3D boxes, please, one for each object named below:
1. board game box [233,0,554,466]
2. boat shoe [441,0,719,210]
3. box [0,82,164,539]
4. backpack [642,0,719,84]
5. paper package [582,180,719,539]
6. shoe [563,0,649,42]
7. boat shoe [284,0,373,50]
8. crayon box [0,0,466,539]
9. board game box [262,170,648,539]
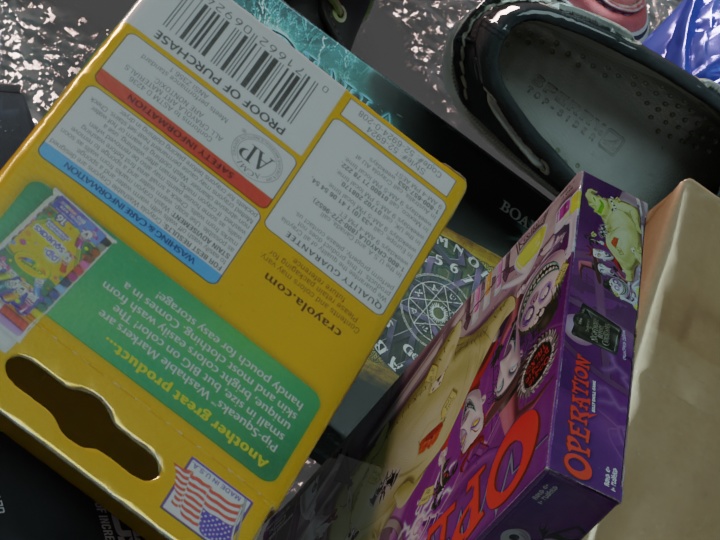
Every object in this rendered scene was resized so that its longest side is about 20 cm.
[{"bbox_3d":[0.000,0.000,0.977,0.200,0.028,0.135,36,57,-12],"label":"board game box"},{"bbox_3d":[0.116,-0.027,0.985,0.200,0.076,0.060,30,-1,-9],"label":"boat shoe"},{"bbox_3d":[-0.157,0.028,0.852,0.160,0.044,0.200,4,53,-36],"label":"box"},{"bbox_3d":[0.197,-0.040,1.098,0.200,0.168,0.163,30,36,-4],"label":"backpack"},{"bbox_3d":[0.137,0.103,0.919,0.200,0.103,0.191,29,58,-16],"label":"paper package"},{"bbox_3d":[0.091,-0.190,1.201,0.071,0.091,0.200,4,53,-35],"label":"shoe"},{"bbox_3d":[-0.030,-0.112,1.062,0.072,0.061,0.201,28,42,-16],"label":"boat shoe"},{"bbox_3d":[-0.060,0.005,0.867,0.126,0.052,0.200,38,43,-6],"label":"crayon box"},{"bbox_3d":[0.018,0.074,0.828,0.032,0.200,0.120,24,43,-18],"label":"board game box"}]
